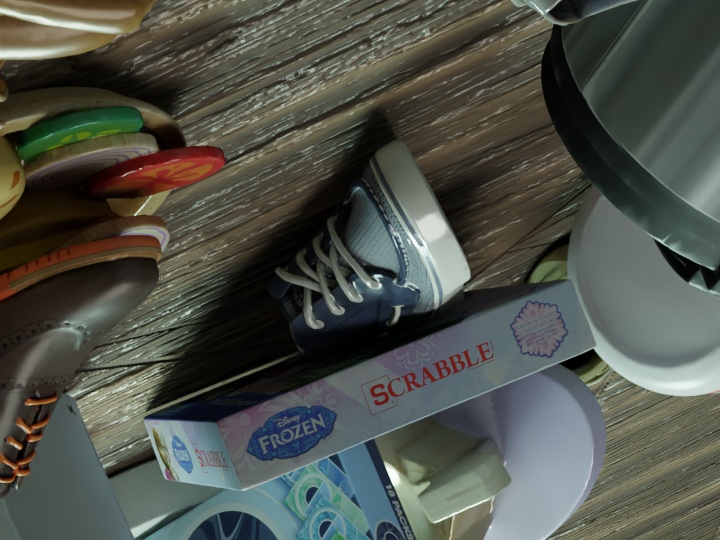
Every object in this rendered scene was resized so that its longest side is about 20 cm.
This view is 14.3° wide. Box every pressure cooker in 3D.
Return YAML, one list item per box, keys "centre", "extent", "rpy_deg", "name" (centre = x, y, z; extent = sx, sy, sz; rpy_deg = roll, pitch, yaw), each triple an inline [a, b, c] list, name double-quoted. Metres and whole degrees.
- centre: [0.173, -0.095, 1.205]
  extent: [0.200, 0.179, 0.176]
  rpy_deg: [-55, 173, 38]
  name: "pressure cooker"

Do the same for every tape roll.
- centre: [-0.131, 0.165, 1.740]
  extent: [0.203, 0.037, 0.203]
  rpy_deg: [-23, 161, -9]
  name: "tape roll"

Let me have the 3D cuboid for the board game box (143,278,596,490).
- centre: [-0.001, 0.060, 1.516]
  extent: [0.199, 0.041, 0.200]
  rpy_deg: [-21, -177, -15]
  name: "board game box"

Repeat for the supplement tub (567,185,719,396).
- centre: [0.221, -0.003, 1.591]
  extent: [0.140, 0.140, 0.200]
  rpy_deg: [-38, 159, 31]
  name: "supplement tub"

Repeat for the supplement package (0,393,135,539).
- centre: [-0.178, 0.162, 1.408]
  extent: [0.111, 0.200, 0.156]
  rpy_deg: [-30, 161, 11]
  name: "supplement package"

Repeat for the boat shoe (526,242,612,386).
- centre: [0.129, 0.043, 1.713]
  extent: [0.073, 0.063, 0.201]
  rpy_deg: [-20, 161, -19]
  name: "boat shoe"

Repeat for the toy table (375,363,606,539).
- centre: [0.037, 0.131, 1.686]
  extent: [0.200, 0.184, 0.117]
  rpy_deg: [-43, 174, 36]
  name: "toy table"

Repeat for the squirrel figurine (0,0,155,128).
- centre: [-0.167, -0.107, 0.855]
  extent: [0.200, 0.142, 0.187]
  rpy_deg: [-2, 163, -23]
  name: "squirrel figurine"

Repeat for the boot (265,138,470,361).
- centre: [0.000, 0.000, 1.407]
  extent: [0.090, 0.073, 0.200]
  rpy_deg: [-27, 164, -3]
  name: "boot"

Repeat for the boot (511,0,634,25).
- centre: [0.051, -0.141, 1.059]
  extent: [0.200, 0.096, 0.074]
  rpy_deg: [-9, 155, -42]
  name: "boot"

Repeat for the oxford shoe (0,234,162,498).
- centre: [-0.147, 0.054, 1.205]
  extent: [0.200, 0.073, 0.071]
  rpy_deg: [-38, 158, 32]
  name: "oxford shoe"

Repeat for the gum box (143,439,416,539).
- centre: [-0.047, 0.206, 1.623]
  extent: [0.200, 0.170, 0.045]
  rpy_deg: [-33, 160, 29]
  name: "gum box"

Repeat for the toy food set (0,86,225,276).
- centre: [-0.156, -0.014, 1.202]
  extent: [0.198, 0.049, 0.200]
  rpy_deg: [-16, 159, -29]
  name: "toy food set"
